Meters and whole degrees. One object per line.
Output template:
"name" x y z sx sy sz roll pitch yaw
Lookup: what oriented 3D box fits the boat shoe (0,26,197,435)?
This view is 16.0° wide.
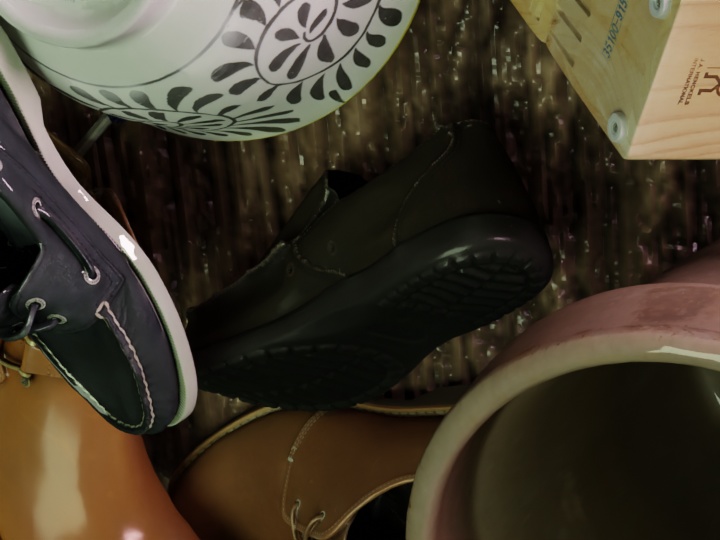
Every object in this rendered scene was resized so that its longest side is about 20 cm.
"boat shoe" -0.129 -0.009 0.919 0.074 0.066 0.200 3 129 42

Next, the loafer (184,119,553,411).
"loafer" 0.000 0.000 0.985 0.073 0.072 0.199 18 150 -37

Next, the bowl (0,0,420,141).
"bowl" -0.082 -0.132 0.900 0.199 0.094 0.202 10 111 27

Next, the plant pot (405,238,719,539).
"plant pot" 0.136 0.067 0.882 0.199 0.175 0.201 12 124 19

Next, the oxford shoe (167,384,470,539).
"oxford shoe" -0.010 0.093 1.034 0.199 0.071 0.072 -14 115 37

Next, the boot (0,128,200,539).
"boot" -0.110 0.048 1.026 0.200 0.074 0.155 41 130 15

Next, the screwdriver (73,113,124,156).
"screwdriver" -0.104 -0.051 1.025 0.200 0.028 0.029 -49 62 39

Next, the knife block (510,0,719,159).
"knife block" 0.150 -0.091 0.864 0.200 0.174 0.064 60 142 44
